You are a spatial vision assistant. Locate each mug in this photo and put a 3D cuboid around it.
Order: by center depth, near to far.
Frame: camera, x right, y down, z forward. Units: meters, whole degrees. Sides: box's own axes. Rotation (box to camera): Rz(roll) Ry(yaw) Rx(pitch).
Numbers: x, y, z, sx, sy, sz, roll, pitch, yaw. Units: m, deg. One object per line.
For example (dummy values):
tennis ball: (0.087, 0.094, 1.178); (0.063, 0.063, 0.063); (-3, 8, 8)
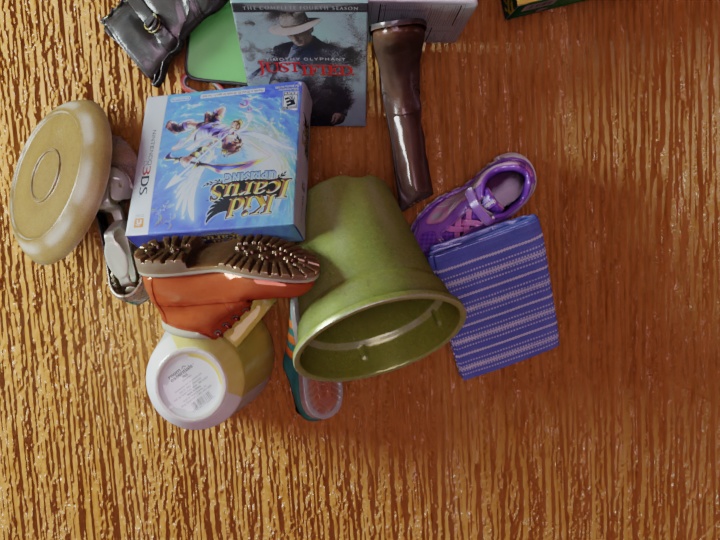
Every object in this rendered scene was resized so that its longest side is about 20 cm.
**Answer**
mug: (-0.184, 0.100, 0.828); (0.146, 0.153, 0.190); (10, 96, -1)

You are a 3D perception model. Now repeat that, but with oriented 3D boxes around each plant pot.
plant pot: (0.000, 0.000, 0.791); (0.197, 0.201, 0.187); (-17, 62, 1)
plant pot: (-0.360, -0.109, 0.805); (0.197, 0.027, 0.204); (-12, 70, 36)

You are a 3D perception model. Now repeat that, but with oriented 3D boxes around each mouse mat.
mouse mat: (-0.116, -0.309, 0.855); (0.196, 0.008, 0.164); (6, 91, 0)

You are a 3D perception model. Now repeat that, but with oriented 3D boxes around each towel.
towel: (0.169, 0.036, 0.858); (0.142, 0.024, 0.203); (-19, 120, 0)

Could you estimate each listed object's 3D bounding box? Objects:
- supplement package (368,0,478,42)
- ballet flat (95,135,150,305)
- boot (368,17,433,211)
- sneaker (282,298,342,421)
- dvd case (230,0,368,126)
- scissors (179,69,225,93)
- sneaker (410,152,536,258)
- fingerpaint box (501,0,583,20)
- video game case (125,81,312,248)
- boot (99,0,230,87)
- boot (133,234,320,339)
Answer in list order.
supplement package: (0.025, -0.376, 0.780); (0.196, 0.147, 0.196); (0, 92, -2)
ballet flat: (-0.279, -0.059, 0.797); (0.067, 0.067, 0.204); (-13, 93, 9)
boot: (0.053, -0.170, 0.789); (0.063, 0.186, 0.204); (-4, 94, 8)
sneaker: (-0.068, 0.087, 0.869); (0.070, 0.080, 0.204); (7, 73, -29)
dvd case: (-0.062, -0.233, 0.782); (0.143, 0.201, 0.022); (0, 63, -1)
scissors: (-0.150, -0.177, 0.869); (0.198, 0.014, 0.074); (32, 93, -2)
sneaker: (0.138, -0.071, 0.847); (0.199, 0.089, 0.081); (-40, 96, 4)
fingerpaint box: (0.257, -0.414, 0.820); (0.196, 0.073, 0.170); (-14, 97, 0)
video game case: (-0.157, -0.119, 0.781); (0.196, 0.046, 0.185); (-4, 68, 11)
boot: (-0.250, -0.349, 0.826); (0.173, 0.069, 0.202); (-35, 83, 14)
boot: (-0.134, 0.023, 0.727); (0.196, 0.075, 0.109); (1, 116, 14)
